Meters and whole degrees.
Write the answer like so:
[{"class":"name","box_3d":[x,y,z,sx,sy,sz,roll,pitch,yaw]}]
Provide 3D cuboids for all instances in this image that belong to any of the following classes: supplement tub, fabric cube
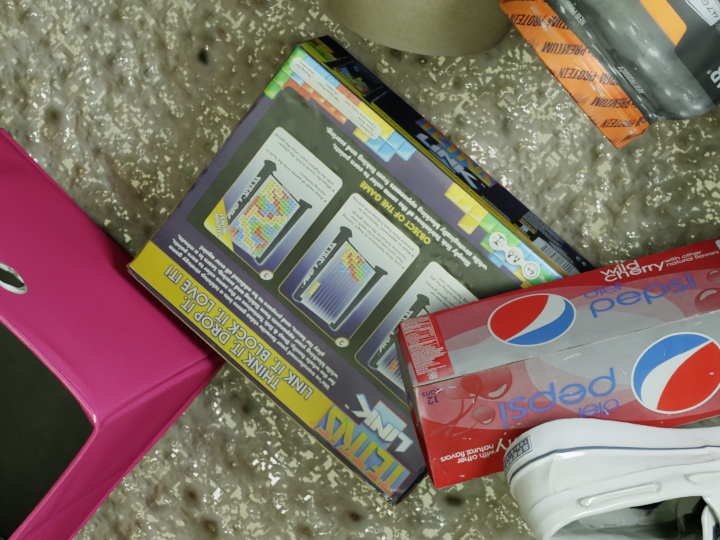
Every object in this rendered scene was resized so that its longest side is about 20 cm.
[{"class":"supplement tub","box_3d":[0.170,-0.157,1.131,0.200,0.123,0.123,-40,87,9]},{"class":"fabric cube","box_3d":[-0.224,0.065,1.297,0.196,0.199,0.200,43,109,7]}]

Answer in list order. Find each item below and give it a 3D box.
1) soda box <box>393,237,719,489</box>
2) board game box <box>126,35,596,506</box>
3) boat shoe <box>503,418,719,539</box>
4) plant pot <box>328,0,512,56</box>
[{"class":"soda box","box_3d":[0.121,0.044,1.217,0.199,0.063,0.070,-14,124,-2]},{"class":"board game box","box_3d":[0.000,0.000,1.293,0.200,0.057,0.165,42,110,6]},{"class":"boat shoe","box_3d":[0.167,0.120,1.208,0.199,0.066,0.074,2,140,-21]},{"class":"plant pot","box_3d":[0.047,-0.216,1.190,0.187,0.187,0.201,17,118,13]}]
